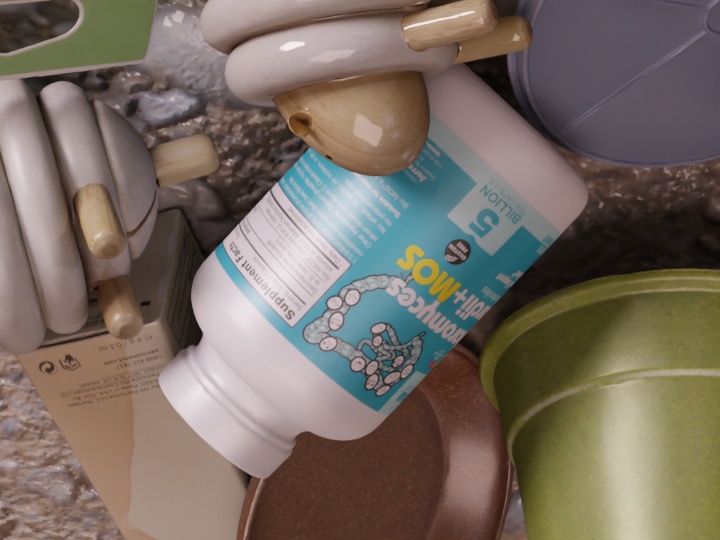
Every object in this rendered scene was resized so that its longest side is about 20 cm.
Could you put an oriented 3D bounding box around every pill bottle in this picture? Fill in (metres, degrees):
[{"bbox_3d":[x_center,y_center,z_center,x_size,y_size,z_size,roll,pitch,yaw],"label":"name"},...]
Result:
[{"bbox_3d":[0.000,0.000,0.806,0.111,0.111,0.200,40,97,-26],"label":"pill bottle"}]

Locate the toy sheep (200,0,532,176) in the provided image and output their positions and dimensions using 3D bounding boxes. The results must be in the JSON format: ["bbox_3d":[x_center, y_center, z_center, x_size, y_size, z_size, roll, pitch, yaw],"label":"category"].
[{"bbox_3d":[-0.009,-0.136,0.723,0.138,0.138,0.200,-10,84,9],"label":"toy sheep"}]

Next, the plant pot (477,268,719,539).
[{"bbox_3d":[0.156,0.130,0.856,0.200,0.190,0.200,2,148,1],"label":"plant pot"}]

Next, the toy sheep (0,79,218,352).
[{"bbox_3d":[-0.160,-0.023,0.796,0.200,0.138,0.138,-13,129,-13],"label":"toy sheep"}]

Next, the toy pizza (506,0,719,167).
[{"bbox_3d":[0.157,-0.122,0.774,0.200,0.032,0.200,-12,142,-10],"label":"toy pizza"}]

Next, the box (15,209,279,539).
[{"bbox_3d":[-0.096,0.078,0.920,0.078,0.095,0.200,-13,125,13],"label":"box"}]

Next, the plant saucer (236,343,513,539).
[{"bbox_3d":[0.002,0.127,0.928,0.037,0.200,0.200,18,143,43],"label":"plant saucer"}]

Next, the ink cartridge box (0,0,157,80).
[{"bbox_3d":[-0.137,-0.171,0.708,0.146,0.048,0.200,-12,138,-35],"label":"ink cartridge box"}]
